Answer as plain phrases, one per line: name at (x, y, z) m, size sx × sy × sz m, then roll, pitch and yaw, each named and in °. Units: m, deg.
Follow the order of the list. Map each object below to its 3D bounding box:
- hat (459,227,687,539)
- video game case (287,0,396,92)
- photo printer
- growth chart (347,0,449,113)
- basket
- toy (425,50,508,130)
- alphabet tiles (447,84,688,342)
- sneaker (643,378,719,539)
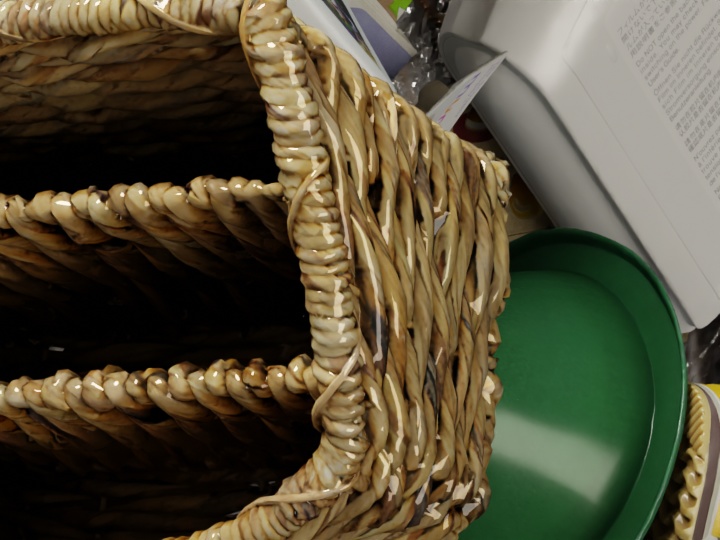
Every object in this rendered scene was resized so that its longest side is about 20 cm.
hat at (0.003, 0.038, 1.073) m, size 0.176 × 0.200 × 0.166 m, roll 27°, pitch 101°, yaw -35°
video game case at (-0.073, -0.150, 0.887) m, size 0.023 × 0.182 × 0.200 m, roll -37°, pitch 122°, yaw 7°
photo printer at (0.120, -0.094, 1.196) m, size 0.167 × 0.069 × 0.200 m, roll -53°, pitch 135°, yaw -15°
growth chart at (-0.040, -0.085, 1.059) m, size 0.145 × 0.018 × 0.200 m, roll -40°, pitch 132°, yaw -8°
basket at (-0.077, 0.016, 0.826) m, size 0.149 × 0.199 × 0.143 m, roll 32°, pitch 60°, yaw -57°
toy at (0.000, 0.000, 1.044) m, size 0.115 × 0.047 × 0.200 m, roll -49°, pitch 174°, yaw 27°
alphabet tiles at (0.088, -0.021, 1.250) m, size 0.166 × 0.006 × 0.201 m, roll -12°, pitch 114°, yaw -42°
sneaker at (0.134, 0.139, 1.117) m, size 0.090 × 0.075 × 0.201 m, roll 5°, pitch 107°, yaw -24°
